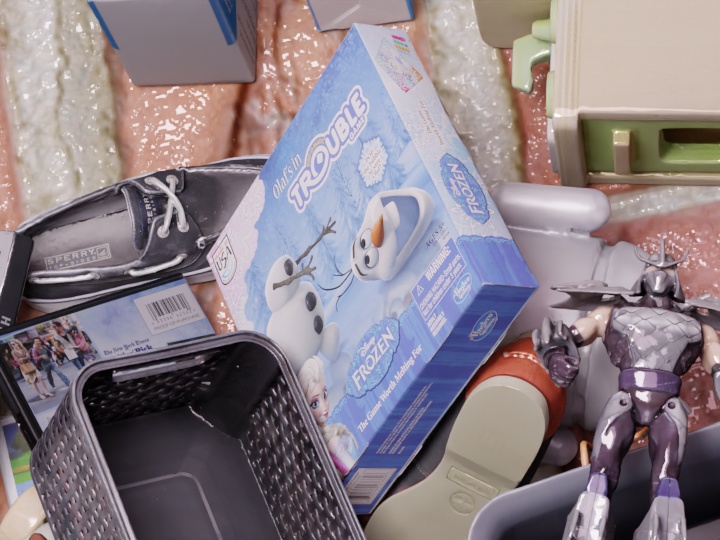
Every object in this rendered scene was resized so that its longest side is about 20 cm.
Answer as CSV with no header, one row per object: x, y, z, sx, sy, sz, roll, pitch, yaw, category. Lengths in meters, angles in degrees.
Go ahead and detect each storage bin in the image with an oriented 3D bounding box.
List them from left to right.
-0.084,0.148,1.351,0.135,0.094,0.201,-11,66,-31,storage bin
0.167,0.167,1.375,0.199,0.134,0.146,-18,71,1,storage bin

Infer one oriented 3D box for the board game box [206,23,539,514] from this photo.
0.000,0.000,1.392,0.043,0.200,0.199,4,45,-35,board game box

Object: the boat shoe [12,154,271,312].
-0.128,-0.030,1.512,0.199,0.068,0.072,-15,71,3,boat shoe

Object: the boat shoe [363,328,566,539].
0.060,0.115,1.399,0.071,0.200,0.063,28,39,-1,boat shoe

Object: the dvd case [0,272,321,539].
-0.121,0.103,1.435,0.142,0.018,0.200,-18,68,-33,dvd case

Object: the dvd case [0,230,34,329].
-0.282,0.070,1.491,0.150,0.025,0.201,3,76,33,dvd case

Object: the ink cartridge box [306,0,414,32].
-0.012,-0.268,1.548,0.068,0.115,0.201,-7,71,5,ink cartridge box

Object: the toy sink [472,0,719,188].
0.165,-0.117,1.469,0.199,0.130,0.113,2,73,7,toy sink

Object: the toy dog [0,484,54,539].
-0.206,0.218,1.409,0.131,0.096,0.201,11,77,17,toy dog

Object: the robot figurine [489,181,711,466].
0.103,0.031,1.438,0.199,0.113,0.170,11,109,11,robot figurine

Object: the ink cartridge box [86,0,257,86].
-0.114,-0.235,1.535,0.084,0.145,0.201,-2,72,7,ink cartridge box

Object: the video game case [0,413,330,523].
-0.110,0.148,1.478,0.199,0.022,0.183,-17,71,3,video game case

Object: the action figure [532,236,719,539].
0.153,0.076,1.299,0.130,0.069,0.201,6,72,11,action figure
